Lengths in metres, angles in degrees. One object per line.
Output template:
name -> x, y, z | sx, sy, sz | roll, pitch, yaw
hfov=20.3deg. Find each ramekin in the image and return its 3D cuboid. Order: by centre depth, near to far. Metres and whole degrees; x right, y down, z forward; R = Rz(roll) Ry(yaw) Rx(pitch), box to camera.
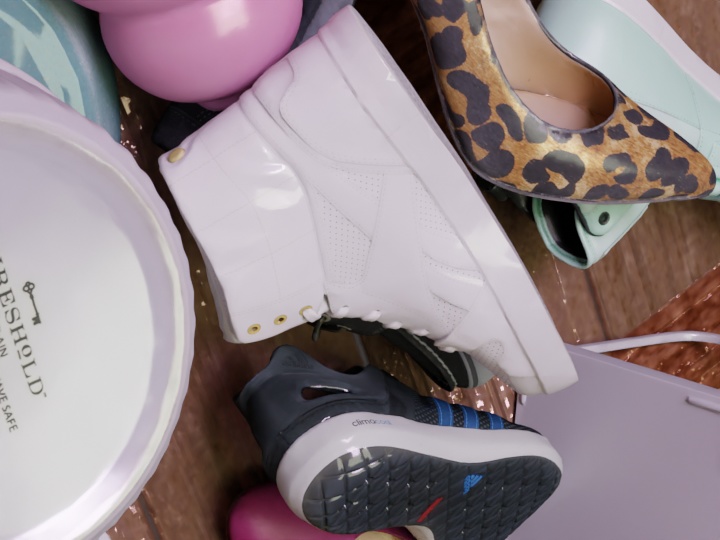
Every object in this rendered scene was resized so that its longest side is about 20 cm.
ramekin -> -0.148, 0.021, 0.683 | 0.201, 0.094, 0.204 | -7, 102, -33

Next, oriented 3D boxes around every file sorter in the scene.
file sorter -> 0.160, 0.140, 0.971 | 0.124, 0.138, 0.201 | -4, 103, -39

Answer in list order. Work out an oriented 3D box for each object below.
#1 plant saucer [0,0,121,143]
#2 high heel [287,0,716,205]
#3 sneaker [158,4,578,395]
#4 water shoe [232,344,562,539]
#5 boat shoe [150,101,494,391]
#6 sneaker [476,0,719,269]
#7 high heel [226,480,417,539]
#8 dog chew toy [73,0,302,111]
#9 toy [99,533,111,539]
plant saucer -> -0.169, -0.046, 0.736 | 0.199, 0.036, 0.202 | -6, 101, -34
high heel -> 0.075, -0.108, 0.814 | 0.199, 0.072, 0.143 | 21, 125, -6
sneaker -> 0.000, 0.000, 0.795 | 0.115, 0.074, 0.200 | -34, 125, 5
water shoe -> 0.023, 0.073, 0.888 | 0.072, 0.079, 0.200 | -45, 150, 14
boat shoe -> -0.015, -0.007, 0.849 | 0.066, 0.070, 0.200 | -46, 123, -10
sneaker -> 0.138, -0.038, 0.947 | 0.200, 0.074, 0.119 | 35, 73, -27
high heel -> 0.029, 0.153, 0.900 | 0.200, 0.096, 0.068 | 32, 81, -37
dog chew toy -> -0.079, -0.150, 0.732 | 0.124, 0.124, 0.201 | -35, 123, -25
toy -> -0.185, 0.137, 0.767 | 0.200, 0.047, 0.116 | -41, 122, -22
